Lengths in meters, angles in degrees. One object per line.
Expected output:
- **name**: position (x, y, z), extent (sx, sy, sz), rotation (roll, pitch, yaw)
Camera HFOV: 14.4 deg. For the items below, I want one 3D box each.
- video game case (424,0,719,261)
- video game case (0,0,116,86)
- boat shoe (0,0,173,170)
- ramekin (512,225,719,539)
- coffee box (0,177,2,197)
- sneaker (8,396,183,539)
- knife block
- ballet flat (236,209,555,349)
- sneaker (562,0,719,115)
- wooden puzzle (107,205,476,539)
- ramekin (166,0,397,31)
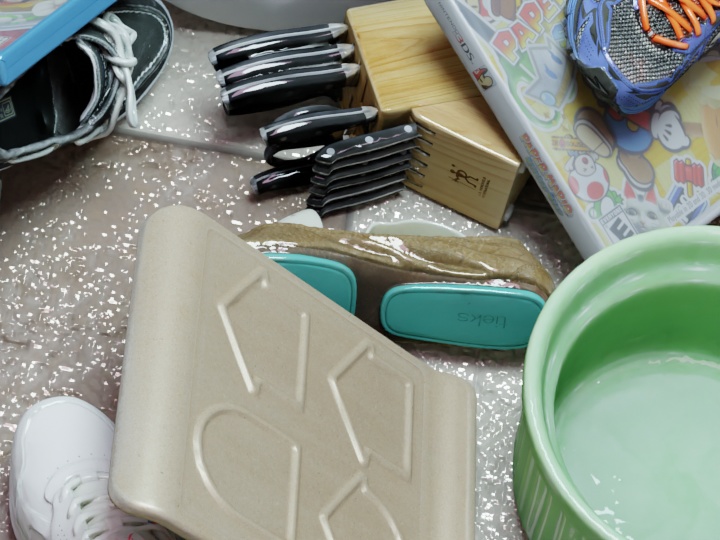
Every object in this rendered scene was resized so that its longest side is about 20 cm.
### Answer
- **video game case**: position (0.147, -0.112, 1.497), extent (0.200, 0.023, 0.182), rotation (-35, 94, -36)
- **video game case**: position (-0.222, -0.139, 1.442), extent (0.199, 0.018, 0.143), rotation (8, 33, 29)
- **boat shoe**: position (-0.144, -0.099, 1.436), extent (0.199, 0.068, 0.074), rotation (-27, 107, -52)
- **ramekin**: position (0.169, 0.087, 1.391), extent (0.199, 0.098, 0.201), rotation (4, 58, -7)
- **coffee box**: position (-0.293, -0.058, 1.439), extent (0.199, 0.044, 0.123), rotation (-14, 63, -17)
- **sneaker**: position (-0.107, 0.133, 1.316), extent (0.078, 0.099, 0.200), rotation (-19, 63, -18)
- **knife block**: position (0.023, -0.109, 1.510), extent (0.175, 0.064, 0.200), rotation (28, 58, 7)
- **ballet flat**: position (0.000, 0.000, 1.445), extent (0.199, 0.068, 0.072), rotation (1, 38, -9)
- **sneaker**: position (0.175, -0.154, 1.467), extent (0.075, 0.078, 0.200), rotation (49, 54, -9)
- **wooden puzzle**: position (-0.034, 0.086, 1.347), extent (0.200, 0.046, 0.186), rotation (30, 41, -27)
- **ramekin**: position (-0.037, -0.207, 1.488), extent (0.200, 0.201, 0.098), rotation (3, 65, -7)
